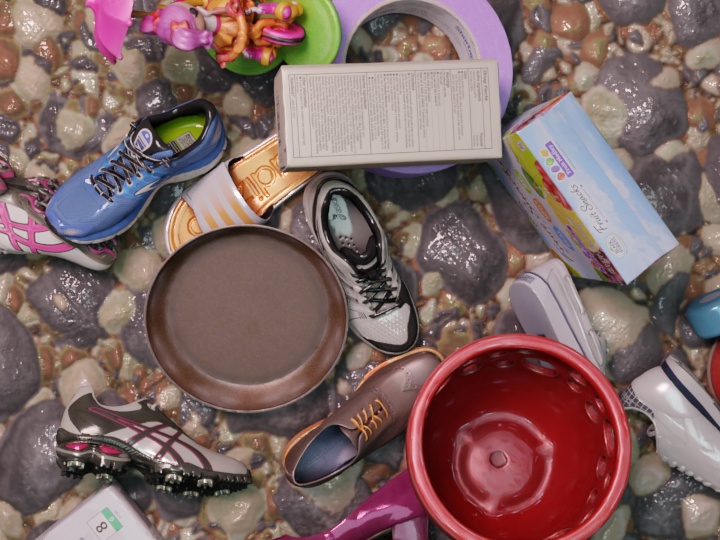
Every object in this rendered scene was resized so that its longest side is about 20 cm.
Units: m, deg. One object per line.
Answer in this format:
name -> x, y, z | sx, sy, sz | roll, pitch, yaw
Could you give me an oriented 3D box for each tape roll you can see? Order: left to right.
tape roll -> 0.045, -0.193, 1.140 | 0.199, 0.066, 0.201 | 0, 90, -10

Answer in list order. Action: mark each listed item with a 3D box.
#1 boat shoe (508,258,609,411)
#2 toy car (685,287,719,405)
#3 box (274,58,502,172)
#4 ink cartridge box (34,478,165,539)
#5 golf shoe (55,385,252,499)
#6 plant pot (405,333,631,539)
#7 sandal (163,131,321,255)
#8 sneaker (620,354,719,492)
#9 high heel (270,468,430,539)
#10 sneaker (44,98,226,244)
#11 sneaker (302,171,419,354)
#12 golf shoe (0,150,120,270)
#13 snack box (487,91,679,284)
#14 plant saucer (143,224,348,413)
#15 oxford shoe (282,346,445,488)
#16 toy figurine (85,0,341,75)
boat shoe -> 0.221, 0.083, 1.172 | 0.065, 0.073, 0.200 | -33, 109, -26
toy car -> 0.447, 0.085, 1.118 | 0.177, 0.200, 0.185 | -29, 94, -7
box -> 0.024, -0.141, 1.064 | 0.199, 0.078, 0.095 | -2, 91, -9
ink cartridge box -> -0.277, 0.334, 1.165 | 0.200, 0.050, 0.161 | -38, 94, -3
golf shoe -> -0.198, 0.171, 1.146 | 0.199, 0.077, 0.088 | 16, 60, -20
plant pot -> 0.140, 0.176, 1.095 | 0.200, 0.183, 0.201 | 0, 73, 0
sandal -> -0.112, -0.083, 1.147 | 0.207, 0.059, 0.079 | -40, 94, -1
sneaker -> 0.352, 0.182, 1.193 | 0.080, 0.076, 0.200 | -39, 90, 10
high heel -> -0.026, 0.254, 1.179 | 0.199, 0.067, 0.096 | -4, 74, -4
sneaker -> -0.215, -0.103, 1.099 | 0.200, 0.089, 0.079 | -39, 77, -19
sneaker -> 0.000, 0.000, 1.141 | 0.075, 0.088, 0.200 | -29, 101, -5
golf shoe -> -0.332, -0.051, 1.138 | 0.200, 0.073, 0.092 | 29, 122, -9
snack box -> 0.198, -0.074, 1.097 | 0.068, 0.200, 0.169 | -37, 94, -1
plant saucer -> -0.112, 0.045, 1.146 | 0.199, 0.032, 0.201 | -1, 110, -4
oxford shoe -> 0.009, 0.152, 1.160 | 0.200, 0.073, 0.071 | -41, 94, -1
toy figurine -> -0.148, -0.224, 1.038 | 0.200, 0.184, 0.151 | 32, 125, 25
